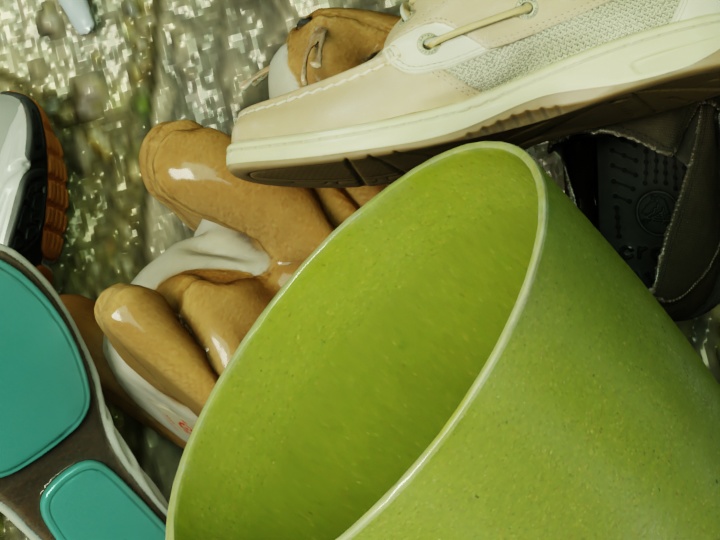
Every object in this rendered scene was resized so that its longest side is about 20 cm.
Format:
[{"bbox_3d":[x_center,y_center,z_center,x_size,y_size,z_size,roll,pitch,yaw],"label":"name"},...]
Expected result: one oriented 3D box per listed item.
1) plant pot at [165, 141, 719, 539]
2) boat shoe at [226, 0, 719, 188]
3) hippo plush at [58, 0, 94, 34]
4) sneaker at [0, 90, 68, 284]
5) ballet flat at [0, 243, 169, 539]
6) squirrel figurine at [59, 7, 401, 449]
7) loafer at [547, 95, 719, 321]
[{"bbox_3d":[0.067,0.088,0.995,0.200,0.187,0.187,38,86,-22],"label":"plant pot"},{"bbox_3d":[0.044,-0.077,1.029,0.200,0.072,0.065,-15,81,13],"label":"boat shoe"},{"bbox_3d":[-0.155,-0.230,1.147,0.159,0.161,0.200,22,84,8],"label":"hippo plush"},{"bbox_3d":[-0.183,0.018,1.159,0.092,0.076,0.200,13,82,11],"label":"sneaker"},{"bbox_3d":[-0.127,0.062,1.103,0.069,0.069,0.200,-29,123,0],"label":"ballet flat"},{"bbox_3d":[0.000,0.000,1.130,0.200,0.142,0.187,38,76,-5],"label":"squirrel figurine"},{"bbox_3d":[0.106,-0.069,1.075,0.073,0.071,0.200,-2,107,28],"label":"loafer"}]
